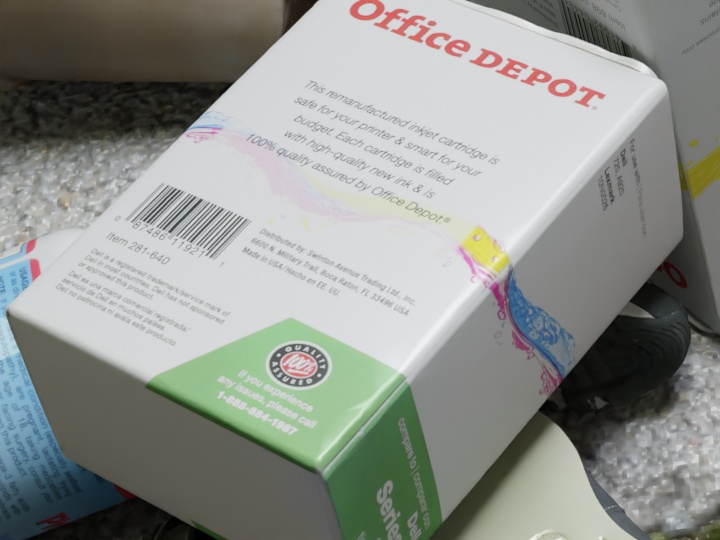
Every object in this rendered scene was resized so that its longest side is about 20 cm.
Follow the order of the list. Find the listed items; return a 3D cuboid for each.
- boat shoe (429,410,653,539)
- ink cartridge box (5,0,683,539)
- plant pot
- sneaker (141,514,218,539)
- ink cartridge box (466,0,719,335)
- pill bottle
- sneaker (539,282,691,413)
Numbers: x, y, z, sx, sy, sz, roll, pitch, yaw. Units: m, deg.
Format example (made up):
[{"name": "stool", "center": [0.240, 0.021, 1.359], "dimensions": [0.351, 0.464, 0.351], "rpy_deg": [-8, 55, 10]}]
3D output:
[{"name": "boat shoe", "center": [0.074, 0.109, 0.921], "dimensions": [0.071, 0.063, 0.200], "rpy_deg": [-42, 48, -15]}, {"name": "ink cartridge box", "center": [0.000, 0.000, 0.923], "dimensions": [0.145, 0.084, 0.200], "rpy_deg": [24, 57, 32]}, {"name": "plant pot", "center": [-0.094, -0.161, 1.172], "dimensions": [0.173, 0.200, 0.200], "rpy_deg": [16, 55, 12]}, {"name": "sneaker", "center": [-0.071, 0.125, 0.947], "dimensions": [0.199, 0.091, 0.076], "rpy_deg": [-13, 48, 12]}, {"name": "ink cartridge box", "center": [0.107, -0.095, 1.002], "dimensions": [0.083, 0.200, 0.145], "rpy_deg": [-34, 45, -14]}, {"name": "pill bottle", "center": [-0.137, 0.050, 1.029], "dimensions": [0.199, 0.109, 0.109], "rpy_deg": [-21, 45, 3]}, {"name": "sneaker", "center": [0.044, -0.008, 1.033], "dimensions": [0.199, 0.075, 0.085], "rpy_deg": [14, 55, 31]}]
